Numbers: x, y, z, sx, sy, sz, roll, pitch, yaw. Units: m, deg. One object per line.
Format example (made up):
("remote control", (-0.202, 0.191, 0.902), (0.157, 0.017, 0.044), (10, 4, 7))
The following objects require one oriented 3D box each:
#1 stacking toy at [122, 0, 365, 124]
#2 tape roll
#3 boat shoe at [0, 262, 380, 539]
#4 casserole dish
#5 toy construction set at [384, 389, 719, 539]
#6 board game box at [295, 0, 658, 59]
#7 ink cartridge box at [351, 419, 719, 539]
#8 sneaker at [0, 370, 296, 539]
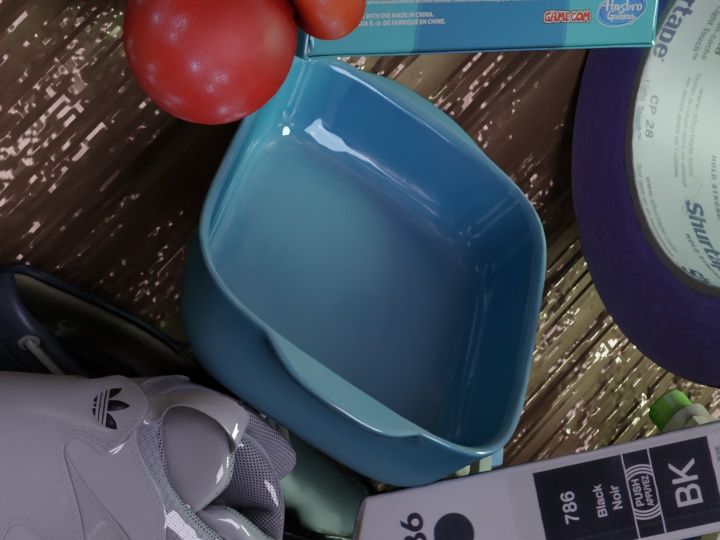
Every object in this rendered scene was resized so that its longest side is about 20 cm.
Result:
("stacking toy", (0.007, -0.122, 0.678), (0.200, 0.085, 0.086), (-39, 124, -7))
("tape roll", (0.172, -0.051, 0.787), (0.084, 0.200, 0.202), (13, 100, -35))
("boat shoe", (-0.060, 0.053, 0.750), (0.199, 0.075, 0.062), (31, 121, -30))
("casserole dish", (0.000, 0.000, 0.718), (0.121, 0.200, 0.039), (33, 120, -10))
("toy construction set", (0.090, 0.102, 0.858), (0.198, 0.092, 0.132), (7, 128, -27))
("board game box", (0.043, -0.178, 0.750), (0.150, 0.047, 0.202), (-5, 110, -31))
("ink cartridge box", (0.064, 0.080, 0.722), (0.198, 0.099, 0.040), (-14, 84, 2))
("sneaker", (-0.076, 0.104, 0.689), (0.114, 0.075, 0.201), (-2, 134, 8))
